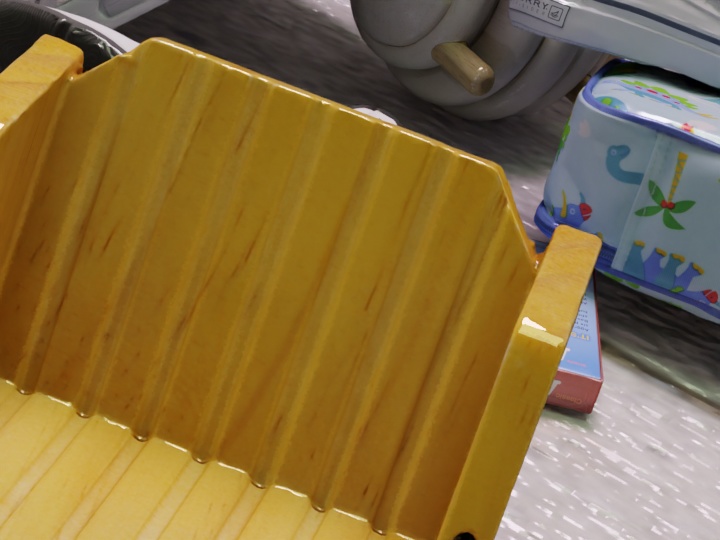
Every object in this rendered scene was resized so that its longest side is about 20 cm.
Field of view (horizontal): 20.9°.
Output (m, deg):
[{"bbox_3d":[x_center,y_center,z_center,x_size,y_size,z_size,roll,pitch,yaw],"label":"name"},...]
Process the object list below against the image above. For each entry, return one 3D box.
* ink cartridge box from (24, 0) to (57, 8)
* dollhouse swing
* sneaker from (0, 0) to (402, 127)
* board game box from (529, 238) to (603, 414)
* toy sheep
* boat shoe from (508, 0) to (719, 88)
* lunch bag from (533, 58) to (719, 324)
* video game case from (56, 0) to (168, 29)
[{"bbox_3d":[-0.244,-0.151,0.829,0.198,0.085,0.147,-2,50,-29],"label":"ink cartridge box"},{"bbox_3d":[-0.053,0.040,0.567,0.198,0.183,0.176,21,10,7],"label":"dollhouse swing"},{"bbox_3d":[-0.057,-0.045,0.769,0.200,0.076,0.115,32,23,10],"label":"sneaker"},{"bbox_3d":[0.000,0.000,0.796,0.198,0.020,0.103,15,28,-3],"label":"board game box"},{"bbox_3d":[0.062,-0.135,0.944,0.199,0.139,0.138,14,24,-43],"label":"toy sheep"},{"bbox_3d":[0.154,-0.120,0.876,0.199,0.067,0.073,7,17,-44],"label":"boat shoe"},{"bbox_3d":[0.184,-0.024,0.851,0.199,0.083,0.161,21,19,9],"label":"lunch bag"},{"bbox_3d":[-0.045,-0.168,0.930,0.181,0.023,0.200,-21,13,30],"label":"video game case"}]
